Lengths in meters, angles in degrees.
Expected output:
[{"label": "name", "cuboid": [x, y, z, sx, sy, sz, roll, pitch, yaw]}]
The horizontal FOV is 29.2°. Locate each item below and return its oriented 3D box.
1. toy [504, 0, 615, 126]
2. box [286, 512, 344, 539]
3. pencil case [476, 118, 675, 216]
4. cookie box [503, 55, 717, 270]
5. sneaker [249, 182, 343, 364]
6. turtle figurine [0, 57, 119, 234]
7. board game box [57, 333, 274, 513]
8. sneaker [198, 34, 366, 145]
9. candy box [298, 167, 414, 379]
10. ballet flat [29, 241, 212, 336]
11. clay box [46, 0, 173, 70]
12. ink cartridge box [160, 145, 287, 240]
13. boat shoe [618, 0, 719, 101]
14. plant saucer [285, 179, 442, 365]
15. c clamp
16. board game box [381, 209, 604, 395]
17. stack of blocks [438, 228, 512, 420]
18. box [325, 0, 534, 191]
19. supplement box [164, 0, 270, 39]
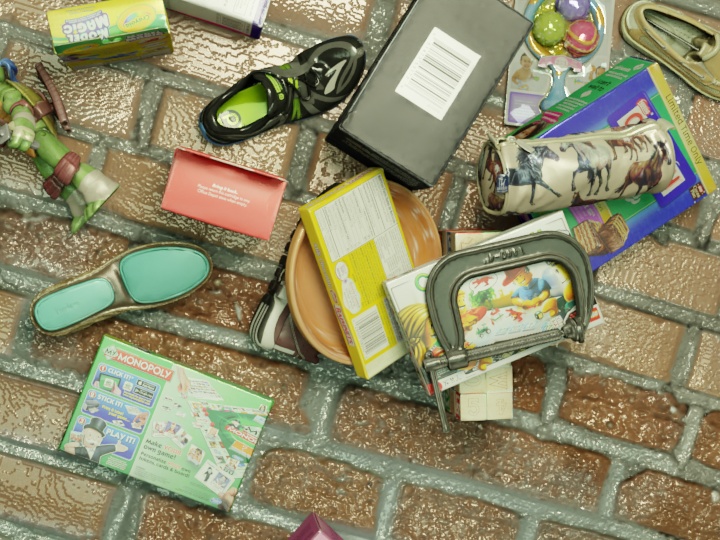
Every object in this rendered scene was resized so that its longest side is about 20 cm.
[{"label": "toy", "cuboid": [0.228, -0.256, 1.536, 0.115, 0.047, 0.200, 6, 92, -8]}, {"label": "box", "cuboid": [-0.037, 0.402, 1.507, 0.200, 0.097, 0.176, 44, 87, -7]}, {"label": "pencil case", "cuboid": [0.222, -0.109, 1.418, 0.200, 0.078, 0.089, -9, 138, -10]}, {"label": "cookie box", "cuboid": [0.263, -0.111, 1.512, 0.200, 0.075, 0.171, -34, 111, -4]}, {"label": "sneaker", "cuboid": [-0.031, 0.011, 1.514, 0.115, 0.076, 0.200, 27, 93, -18]}, {"label": "turtle figurine", "cuboid": [-0.362, -0.110, 1.432, 0.194, 0.200, 0.144, 44, 121, -10]}, {"label": "board game box", "cuboid": [-0.211, 0.168, 1.513, 0.200, 0.029, 0.135, 22, 89, -6]}, {"label": "sneaker", "cuboid": [-0.081, -0.190, 1.486, 0.200, 0.083, 0.071, -26, 95, -5]}, {"label": "candy box", "cuboid": [0.009, 0.003, 1.439, 0.102, 0.026, 0.200, -32, 115, -32]}, {"label": "ballet flat", "cuboid": [-0.258, 0.015, 1.484, 0.200, 0.065, 0.071, -16, 95, -8]}, {"label": "clay box", "cuboid": [-0.252, -0.244, 1.407, 0.115, 0.200, 0.048, -12, 93, -6]}, {"label": "ink cartridge box", "cuboid": [-0.142, -0.078, 1.425, 0.116, 0.200, 0.067, 16, 90, -6]}, {"label": "boat shoe", "cuboid": [0.385, -0.240, 1.539, 0.200, 0.076, 0.072, 22, 89, -7]}, {"label": "plant saucer", "cuboid": [0.000, 0.000, 1.471, 0.200, 0.037, 0.200, -7, 102, -35]}, {"label": "c clamp", "cuboid": [0.150, 0.052, 1.402, 0.200, 0.027, 0.171, -19, 90, -4]}, {"label": "board game box", "cuboid": [0.137, 0.032, 1.427, 0.200, 0.035, 0.126, -23, 95, -5]}, {"label": "stack of blocks", "cuboid": [0.124, 0.055, 1.502, 0.059, 0.115, 0.200, -2, 93, -6]}, {"label": "box", "cuboid": [0.067, -0.194, 1.443, 0.117, 0.200, 0.197, 32, 89, -6]}, {"label": "supplement box", "cuboid": [-0.187, -0.328, 1.460, 0.200, 0.101, 0.103, 16, 90, -7]}]
